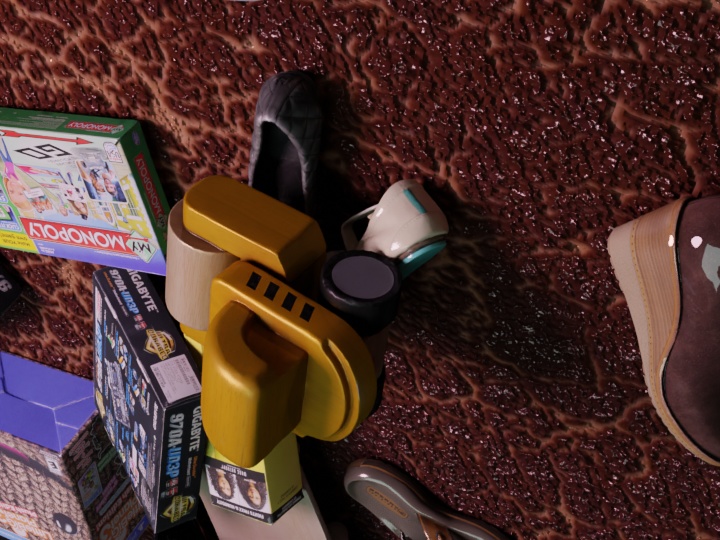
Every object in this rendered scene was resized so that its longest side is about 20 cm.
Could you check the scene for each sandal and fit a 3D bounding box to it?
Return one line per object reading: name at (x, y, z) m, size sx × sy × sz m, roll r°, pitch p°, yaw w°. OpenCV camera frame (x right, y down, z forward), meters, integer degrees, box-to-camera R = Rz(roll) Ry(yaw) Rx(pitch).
sandal at (0.065, 0.241, 1.106) m, size 0.199 × 0.055 × 0.082 m, roll 35°, pitch 140°, yaw 2°

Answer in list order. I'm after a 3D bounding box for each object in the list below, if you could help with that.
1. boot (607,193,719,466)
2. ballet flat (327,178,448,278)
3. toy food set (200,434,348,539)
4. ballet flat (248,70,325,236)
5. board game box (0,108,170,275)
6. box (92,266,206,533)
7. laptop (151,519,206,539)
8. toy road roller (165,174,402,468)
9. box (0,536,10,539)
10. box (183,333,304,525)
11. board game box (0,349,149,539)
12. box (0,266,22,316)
boot at (0.255, 0.040, 0.768) m, size 0.166 × 0.072 × 0.201 m, roll -8°, pitch 119°, yaw 42°
ballet flat at (0.000, 0.000, 0.928) m, size 0.069 × 0.070 × 0.200 m, roll 39°, pitch 138°, yaw -3°
toy food set at (-0.078, 0.216, 1.192) m, size 0.143 × 0.060 × 0.201 m, roll -2°, pitch 118°, yaw 37°
ballet flat at (-0.062, -0.057, 0.913) m, size 0.066 × 0.057 × 0.201 m, roll 22°, pitch 138°, yaw 18°
board game box at (-0.249, -0.069, 1.045) m, size 0.199 × 0.029 × 0.135 m, roll 8°, pitch 131°, yaw 29°
box at (-0.190, 0.115, 1.115) m, size 0.159 × 0.046 × 0.201 m, roll 56°, pitch 150°, yaw 33°
laptop at (-0.132, 0.300, 1.249) m, size 0.103 × 0.201 × 0.178 m, roll -13°, pitch 126°, yaw 4°
toy road roller at (-0.075, 0.042, 0.859) m, size 0.199 × 0.146 × 0.123 m, roll 29°, pitch 134°, yaw 22°
box at (-0.459, 0.307, 1.434) m, size 0.199 × 0.193 × 0.048 m, roll 33°, pitch 142°, yaw 5°
box at (-0.100, 0.115, 1.071) m, size 0.075 × 0.050 × 0.201 m, roll 12°, pitch 119°, yaw 32°
board game box at (-0.322, 0.203, 1.312) m, size 0.158 × 0.097 × 0.201 m, roll 14°, pitch 135°, yaw 24°
box at (-0.441, -0.020, 1.212) m, size 0.158 × 0.046 × 0.200 m, roll -20°, pitch 115°, yaw 45°
